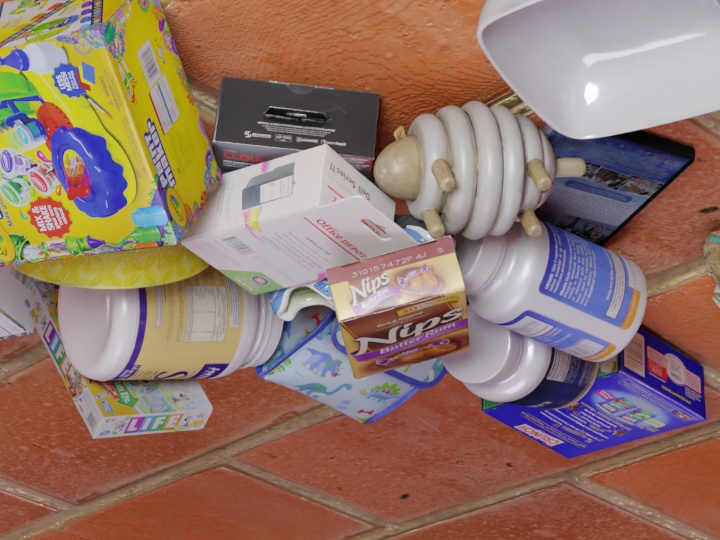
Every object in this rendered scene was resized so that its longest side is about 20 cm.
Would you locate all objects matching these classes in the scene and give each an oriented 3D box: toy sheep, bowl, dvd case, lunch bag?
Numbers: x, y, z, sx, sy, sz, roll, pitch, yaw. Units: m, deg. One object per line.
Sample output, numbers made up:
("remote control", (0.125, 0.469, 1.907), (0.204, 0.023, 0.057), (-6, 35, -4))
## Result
("toy sheep", (0.108, -0.088, 1.627), (0.200, 0.138, 0.138), (3, 153, -15))
("bowl", (-0.240, -0.064, 1.729), (0.200, 0.200, 0.108), (4, 110, 3))
("bowl", (0.212, -0.199, 1.470), (0.199, 0.075, 0.200), (-13, 147, 30))
("dvd case", (0.211, -0.083, 1.739), (0.142, 0.018, 0.200), (14, 149, -17))
("lunch bag", (0.009, 0.059, 1.933), (0.170, 0.128, 0.200), (28, 127, -37))

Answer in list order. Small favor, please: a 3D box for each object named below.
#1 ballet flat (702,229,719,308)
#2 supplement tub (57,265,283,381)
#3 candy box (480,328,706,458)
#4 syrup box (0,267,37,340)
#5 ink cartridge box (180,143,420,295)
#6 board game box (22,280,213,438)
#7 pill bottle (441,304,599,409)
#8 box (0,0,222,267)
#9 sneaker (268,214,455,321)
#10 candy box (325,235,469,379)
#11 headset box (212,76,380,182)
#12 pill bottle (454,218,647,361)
("ballet flat", (0.392, 0.013, 1.854), (0.065, 0.071, 0.200), (22, 158, 30))
("supplement tub", (-0.194, 0.040, 1.859), (0.200, 0.146, 0.145), (1, 158, -36))
("candy box", (0.266, 0.137, 2.067), (0.200, 0.077, 0.169), (-22, 143, 38))
("syrup box", (-0.456, 0.035, 1.997), (0.200, 0.082, 0.079), (-10, 146, 27))
("ink cartridge box", (-0.049, -0.048, 1.634), (0.200, 0.067, 0.117), (-13, 147, 32))
("board game box", (-0.258, 0.089, 1.909), (0.134, 0.200, 0.034), (-2, 134, -39))
("pill bottle", (0.164, 0.086, 1.899), (0.111, 0.111, 0.200), (-12, 166, 29))
("box", (-0.252, -0.125, 1.549), (0.192, 0.122, 0.200), (-7, 118, 22))
("sneaker", (0.000, 0.000, 1.708), (0.200, 0.077, 0.076), (-13, 148, 28))
("candy box", (0.037, 0.038, 1.652), (0.117, 0.057, 0.200), (-15, 160, 0))
("headset box", (-0.062, -0.101, 1.690), (0.149, 0.077, 0.200), (6, 153, -2))
("pill bottle", (0.174, 0.009, 1.775), (0.200, 0.112, 0.112), (23, 147, -28))
